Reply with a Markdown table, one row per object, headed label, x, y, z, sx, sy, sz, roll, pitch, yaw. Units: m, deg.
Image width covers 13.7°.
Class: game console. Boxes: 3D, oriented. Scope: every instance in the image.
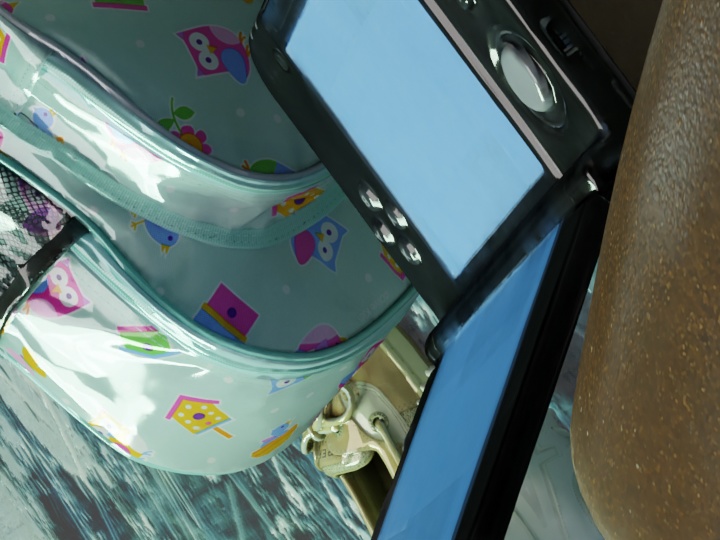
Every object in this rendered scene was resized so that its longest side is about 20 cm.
| label | x | y | z | sx | sy | sz | roll | pitch | yaw |
| --- | --- | --- | --- | --- | --- | --- | --- | --- | --- |
| game console | 0.000 | 0.000 | 0.806 | 0.176 | 0.116 | 0.200 | 53 | 163 | 5 |

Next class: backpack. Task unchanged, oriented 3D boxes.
| label | x | y | z | sx | sy | sz | roll | pitch | yaw |
| --- | --- | --- | --- | --- | --- | --- | --- | --- | --- |
| backpack | -0.065 | -0.037 | 1.032 | 0.200 | 0.176 | 0.153 | 46 | 130 | -2 |

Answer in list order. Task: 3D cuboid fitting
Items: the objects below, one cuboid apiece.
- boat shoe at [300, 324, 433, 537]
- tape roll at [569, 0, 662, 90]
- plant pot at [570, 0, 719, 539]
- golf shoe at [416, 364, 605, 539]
| label | x | y | z | sx | sy | sz | roll | pitch | yaw |
| --- | --- | --- | --- | --- | --- | --- | --- | --- | --- |
| boat shoe | 0.015 | 0.090 | 1.207 | 0.201 | 0.063 | 0.073 | 58 | 161 | -4 |
| tape roll | 0.079 | -0.087 | 0.760 | 0.203 | 0.071 | 0.203 | 47 | 159 | 24 |
| plant pot | 0.133 | -0.048 | 0.562 | 0.187 | 0.186 | 0.201 | 37 | 139 | 44 |
| golf shoe | 0.065 | 0.091 | 1.029 | 0.200 | 0.091 | 0.076 | -89 | -13 | -52 |
